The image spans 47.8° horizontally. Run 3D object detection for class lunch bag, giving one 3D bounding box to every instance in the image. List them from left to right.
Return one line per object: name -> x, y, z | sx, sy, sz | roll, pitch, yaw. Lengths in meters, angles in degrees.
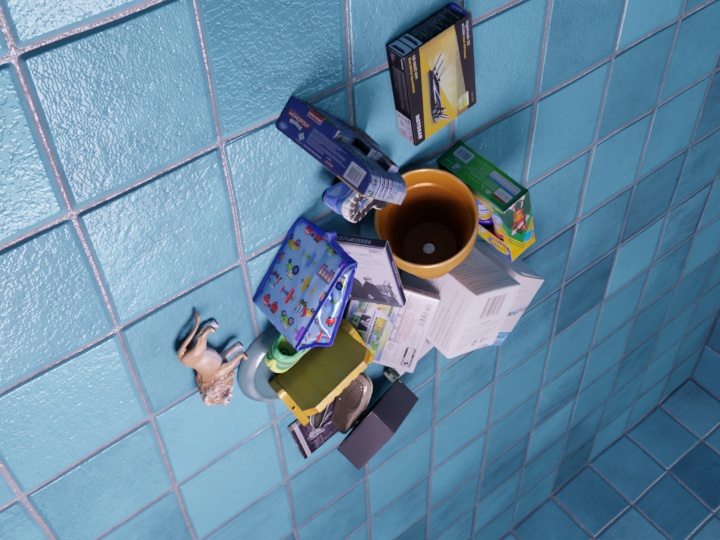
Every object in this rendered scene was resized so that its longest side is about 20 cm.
lunch bag -> -0.091, 0.015, 1.454 | 0.093, 0.150, 0.202 | -4, 127, -46

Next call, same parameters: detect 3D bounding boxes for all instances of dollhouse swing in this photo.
dollhouse swing -> -0.049, 0.228, 1.616 | 0.200, 0.175, 0.183 | -42, 134, -11

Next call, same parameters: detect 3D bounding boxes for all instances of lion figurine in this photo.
lion figurine -> -0.281, 0.163, 1.475 | 0.122, 0.073, 0.201 | -39, 131, 0

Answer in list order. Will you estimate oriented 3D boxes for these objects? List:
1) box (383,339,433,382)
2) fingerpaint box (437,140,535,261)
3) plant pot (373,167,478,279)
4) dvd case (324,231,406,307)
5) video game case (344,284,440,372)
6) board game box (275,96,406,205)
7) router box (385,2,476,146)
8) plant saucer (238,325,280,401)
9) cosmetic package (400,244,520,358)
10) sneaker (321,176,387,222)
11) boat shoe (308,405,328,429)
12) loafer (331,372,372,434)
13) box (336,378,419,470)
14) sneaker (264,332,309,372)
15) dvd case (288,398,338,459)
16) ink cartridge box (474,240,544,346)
box -> 0.124, 0.196, 1.896 | 0.144, 0.036, 0.200 | -40, 171, -12
fingerpaint box -> 0.254, -0.139, 1.644 | 0.073, 0.200, 0.168 | -38, 145, -10
plant pot -> 0.134, -0.070, 1.604 | 0.200, 0.200, 0.184 | -42, 161, -8
dvd case -> 0.000, 0.000, 1.555 | 0.201, 0.148, 0.025 | 70, 34, -52
video game case -> 0.056, 0.114, 1.725 | 0.179, 0.022, 0.202 | 16, 121, -4
board game box -> -0.010, -0.192, 1.343 | 0.062, 0.199, 0.199 | -56, 159, 15
router box -> 0.130, -0.343, 1.437 | 0.156, 0.052, 0.201 | -37, 144, -17
plant saucer -> -0.156, 0.189, 1.647 | 0.198, 0.027, 0.203 | -26, 135, -29
cosmetic package -> 0.206, 0.052, 1.775 | 0.166, 0.200, 0.168 | -10, 131, -42
sneaker -> -0.002, -0.151, 1.463 | 0.199, 0.088, 0.080 | -30, 140, -57
boat shoe -> -0.082, 0.256, 1.773 | 0.070, 0.064, 0.203 | -11, 128, -40
loafer -> -0.015, 0.292, 1.856 | 0.068, 0.076, 0.201 | -32, 156, -40
box -> 0.044, 0.359, 1.915 | 0.142, 0.079, 0.200 | -52, 173, 25
sneaker -> -0.102, 0.115, 1.565 | 0.200, 0.074, 0.084 | -50, 179, -29
dvd case -> -0.074, 0.344, 1.912 | 0.199, 0.016, 0.150 | -39, 145, -17
ink cartridge box -> 0.308, 0.055, 1.939 | 0.144, 0.147, 0.202 | 7, 119, -50
